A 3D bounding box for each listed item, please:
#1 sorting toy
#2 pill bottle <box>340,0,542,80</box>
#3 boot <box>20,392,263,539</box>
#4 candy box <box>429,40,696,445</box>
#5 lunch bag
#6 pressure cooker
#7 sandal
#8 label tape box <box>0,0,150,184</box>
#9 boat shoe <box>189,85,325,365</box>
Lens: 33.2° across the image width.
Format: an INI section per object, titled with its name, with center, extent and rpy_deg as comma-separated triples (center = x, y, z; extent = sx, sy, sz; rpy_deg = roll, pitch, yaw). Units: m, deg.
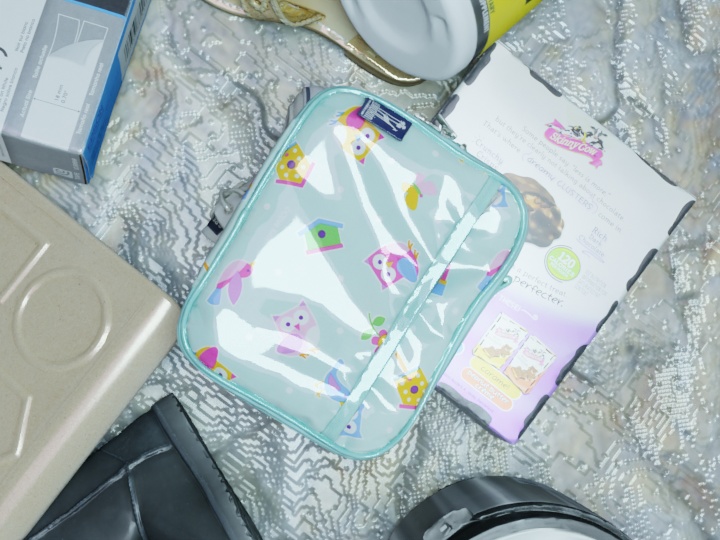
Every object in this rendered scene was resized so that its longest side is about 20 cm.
[sorting toy]
center = -0.235, 0.043, 0.765
extent = 0.200, 0.036, 0.185
rpy_deg = 37, 86, 14
[pill bottle]
center = 0.086, -0.220, 0.760
extent = 0.200, 0.114, 0.114
rpy_deg = -43, 91, -22
[boot]
center = -0.163, 0.190, 0.737
extent = 0.200, 0.066, 0.165
rpy_deg = -33, 49, -8
[candy box]
center = 0.088, -0.018, 0.790
extent = 0.168, 0.072, 0.200
rpy_deg = 38, 86, -1
[lunch bag]
center = 0.000, 0.000, 0.709
extent = 0.160, 0.077, 0.200
rpy_deg = 32, 88, -1
[pressure cooker]
center = 0.093, 0.216, 0.715
extent = 0.175, 0.200, 0.179
rpy_deg = -19, 89, -6
[sandal]
center = -0.037, -0.192, 0.789
extent = 0.211, 0.070, 0.078
rpy_deg = 28, 86, -2
[label tape box]
center = -0.249, -0.155, 0.765
extent = 0.199, 0.063, 0.145
rpy_deg = 16, 76, -4
[boat shoe]
center = -0.067, -0.026, 0.783
extent = 0.070, 0.071, 0.201
rpy_deg = 14, 93, -6
